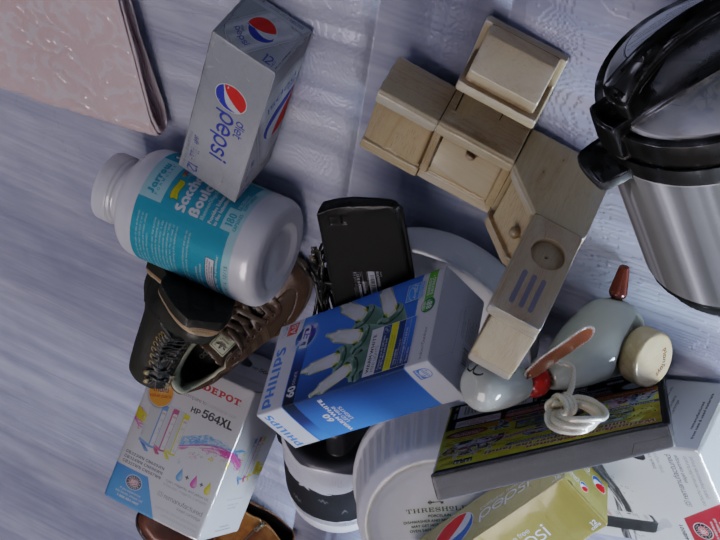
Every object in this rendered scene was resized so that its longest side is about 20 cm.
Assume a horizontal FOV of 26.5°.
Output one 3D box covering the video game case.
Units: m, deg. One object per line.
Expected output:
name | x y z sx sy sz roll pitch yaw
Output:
video game case | 0.165 0.133 1.301 0.197 0.181 0.026 -14 100 12

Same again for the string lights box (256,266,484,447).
string lights box | 0.008 0.079 1.340 0.198 0.104 0.059 -21 131 36

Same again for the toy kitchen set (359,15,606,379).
toy kitchen set | 0.085 -0.068 1.182 0.198 0.181 0.164 28 145 3

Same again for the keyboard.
keyboard | 0.000 0.000 1.371 0.103 0.040 0.201 0 136 9

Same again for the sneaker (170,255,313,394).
sneaker | -0.122 0.064 1.568 0.070 0.076 0.200 42 121 -6

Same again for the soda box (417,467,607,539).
soda box | 0.130 0.242 1.392 0.199 0.068 0.064 -39 104 23

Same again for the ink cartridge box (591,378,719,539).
ink cartridge box | 0.259 0.175 1.413 0.198 0.084 0.145 3 134 41

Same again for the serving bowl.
serving bowl | 0.082 0.031 1.412 0.198 0.066 0.201 23 144 18

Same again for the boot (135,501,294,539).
boot | -0.200 0.348 2.049 0.187 0.069 0.200 37 146 -1

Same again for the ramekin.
ramekin | 0.085 0.226 1.483 0.199 0.094 0.205 3 115 6

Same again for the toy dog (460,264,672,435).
toy dog | 0.175 0.054 1.273 0.131 0.199 0.098 9 109 33

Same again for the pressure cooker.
pressure cooker | 0.250 -0.093 1.012 0.177 0.177 0.201 2 138 34

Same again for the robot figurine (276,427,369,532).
robot figurine | -0.023 0.198 1.662 0.123 0.151 0.201 -11 140 -7

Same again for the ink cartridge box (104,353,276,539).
ink cartridge box | -0.175 0.179 1.707 0.127 0.202 0.125 22 -177 17

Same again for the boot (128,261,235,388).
boot | -0.183 0.073 1.520 0.076 0.140 0.200 13 -167 -17

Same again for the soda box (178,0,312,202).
soda box | -0.105 -0.150 1.358 0.068 0.064 0.201 33 146 6

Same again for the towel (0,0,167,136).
towel | -0.285 -0.226 1.456 0.198 0.032 0.192 19 142 23

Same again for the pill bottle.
pill bottle | -0.163 -0.049 1.490 0.198 0.111 0.112 22 144 19
